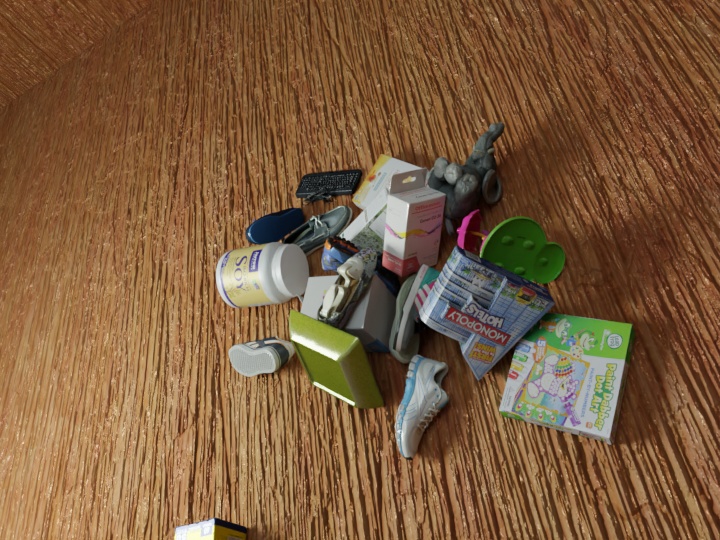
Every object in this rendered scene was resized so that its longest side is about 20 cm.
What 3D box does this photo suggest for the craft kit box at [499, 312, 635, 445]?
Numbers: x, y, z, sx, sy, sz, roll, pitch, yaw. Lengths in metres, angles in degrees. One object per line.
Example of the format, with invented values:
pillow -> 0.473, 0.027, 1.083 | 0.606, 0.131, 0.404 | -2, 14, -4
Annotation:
craft kit box -> 0.363, 0.180, 1.101 | 0.193, 0.049, 0.204 | 7, 67, 33

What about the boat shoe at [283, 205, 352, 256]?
boat shoe -> -0.109, -0.103, 1.572 | 0.198, 0.062, 0.074 | -35, 49, 10

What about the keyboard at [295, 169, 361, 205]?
keyboard -> -0.095, -0.228, 1.657 | 0.196, 0.040, 0.106 | -1, 61, 34

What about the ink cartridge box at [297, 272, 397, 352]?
ink cartridge box -> -0.036, 0.095, 1.358 | 0.195, 0.129, 0.128 | -4, 60, 32

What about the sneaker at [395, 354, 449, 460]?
sneaker -> 0.123, 0.259, 1.192 | 0.085, 0.075, 0.205 | 2, 63, 27

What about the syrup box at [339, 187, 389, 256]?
syrup box -> 0.019, -0.079, 1.421 | 0.200, 0.078, 0.082 | -45, 23, 20

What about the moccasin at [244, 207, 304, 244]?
moccasin -> -0.225, -0.107, 1.604 | 0.067, 0.198, 0.083 | -1, 104, 38

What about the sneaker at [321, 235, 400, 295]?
sneaker -> 0.000, 0.000, 1.380 | 0.079, 0.197, 0.076 | -56, 7, 31

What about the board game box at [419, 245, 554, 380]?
board game box -> 0.217, 0.090, 1.149 | 0.062, 0.196, 0.203 | -89, 24, -67

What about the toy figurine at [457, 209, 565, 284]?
toy figurine -> 0.278, -0.055, 1.250 | 0.184, 0.195, 0.154 | -133, 54, -60

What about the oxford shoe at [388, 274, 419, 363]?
oxford shoe -> 0.100, 0.101, 1.312 | 0.058, 0.073, 0.205 | 125, 160, -61

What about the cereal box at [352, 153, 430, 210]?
cereal box -> 0.088, -0.191, 1.512 | 0.198, 0.039, 0.146 | 26, 80, 41

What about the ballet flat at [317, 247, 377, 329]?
ballet flat -> -0.028, 0.031, 1.261 | 0.071, 0.072, 0.204 | 16, 71, 38

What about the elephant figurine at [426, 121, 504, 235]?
elephant figurine -> 0.251, -0.204, 1.366 | 0.197, 0.156, 0.143 | -26, 74, -34

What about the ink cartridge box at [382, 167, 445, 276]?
ink cartridge box -> 0.114, -0.104, 1.320 | 0.115, 0.205, 0.067 | -18, 33, -38

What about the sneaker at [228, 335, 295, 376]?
sneaker -> -0.228, 0.199, 1.459 | 0.197, 0.081, 0.079 | -5, 15, 46

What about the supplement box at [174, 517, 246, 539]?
supplement box -> -0.298, 0.608, 1.224 | 0.107, 0.110, 0.204 | -20, 53, 21

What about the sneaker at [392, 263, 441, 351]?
sneaker -> 0.144, 0.089, 1.249 | 0.118, 0.084, 0.203 | 20, 58, 11

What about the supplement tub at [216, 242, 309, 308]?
supplement tub -> -0.238, 0.011, 1.531 | 0.195, 0.145, 0.149 | -8, 57, 29

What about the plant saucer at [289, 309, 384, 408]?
plant saucer -> -0.060, 0.192, 1.263 | 0.197, 0.203, 0.048 | 19, 51, 40
